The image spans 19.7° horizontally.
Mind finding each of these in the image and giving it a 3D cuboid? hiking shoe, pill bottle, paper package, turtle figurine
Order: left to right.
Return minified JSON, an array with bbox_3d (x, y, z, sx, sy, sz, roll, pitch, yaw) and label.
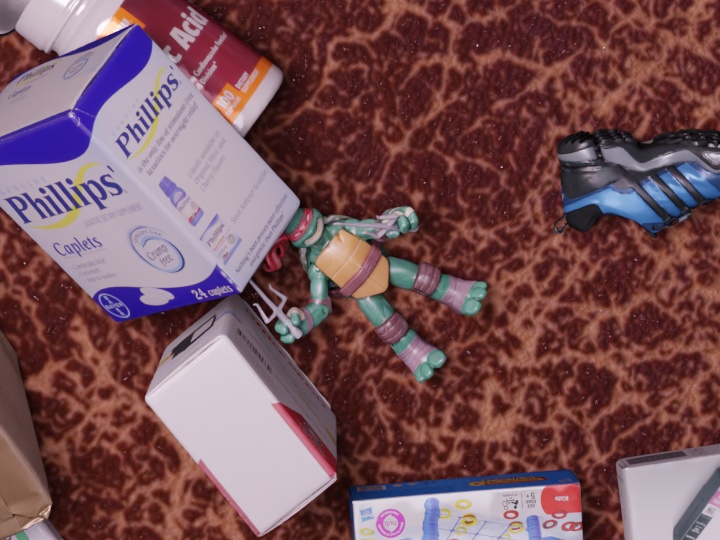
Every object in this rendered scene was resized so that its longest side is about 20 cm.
[{"bbox_3d":[-0.339,0.090,1.637,0.103,0.200,0.191,-26,130,1],"label":"paper package"},{"bbox_3d":[-0.171,-0.174,1.683,0.199,0.114,0.114,36,94,-7],"label":"pill bottle"},{"bbox_3d":[0.000,0.000,1.722,0.199,0.101,0.150,33,109,-21],"label":"turtle figurine"},{"bbox_3d":[0.264,-0.072,1.747,0.198,0.074,0.087,2,105,7],"label":"hiking shoe"}]

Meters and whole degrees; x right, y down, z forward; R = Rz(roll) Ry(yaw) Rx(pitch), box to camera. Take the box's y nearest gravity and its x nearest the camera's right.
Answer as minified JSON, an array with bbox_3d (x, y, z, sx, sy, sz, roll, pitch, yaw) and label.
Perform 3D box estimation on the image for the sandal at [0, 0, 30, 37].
[{"bbox_3d":[-0.277,-0.290,1.699,0.076,0.043,0.201,22,95,-5],"label":"sandal"}]

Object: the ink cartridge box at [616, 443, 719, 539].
[{"bbox_3d":[0.330,0.236,1.796,0.198,0.044,0.175,-9,96,-2],"label":"ink cartridge box"}]

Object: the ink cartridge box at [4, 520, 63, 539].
[{"bbox_3d":[-0.323,0.304,1.768,0.200,0.050,0.161,-36,97,0],"label":"ink cartridge box"}]

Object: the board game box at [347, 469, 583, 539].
[{"bbox_3d":[0.094,0.279,1.781,0.198,0.056,0.197,-5,97,-2],"label":"board game box"}]

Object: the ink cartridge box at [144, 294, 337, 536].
[{"bbox_3d":[-0.092,0.112,1.680,0.083,0.200,0.146,-38,97,5],"label":"ink cartridge box"}]

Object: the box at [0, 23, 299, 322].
[{"bbox_3d":[-0.184,-0.071,1.627,0.200,0.183,0.105,47,55,-23],"label":"box"}]
